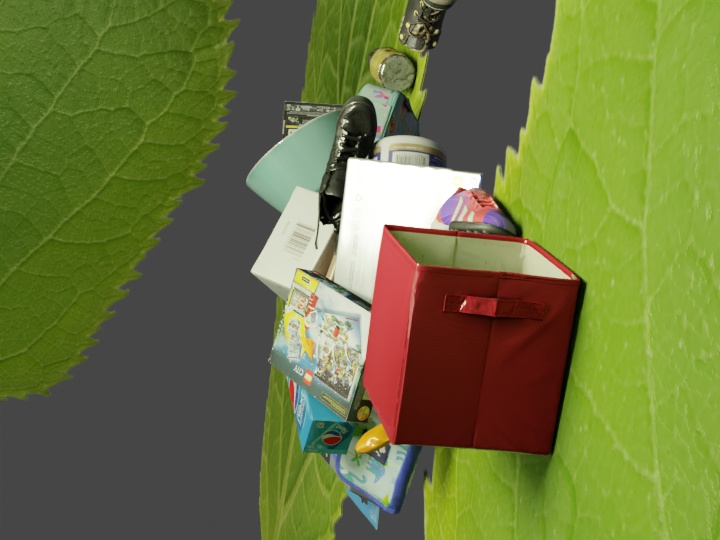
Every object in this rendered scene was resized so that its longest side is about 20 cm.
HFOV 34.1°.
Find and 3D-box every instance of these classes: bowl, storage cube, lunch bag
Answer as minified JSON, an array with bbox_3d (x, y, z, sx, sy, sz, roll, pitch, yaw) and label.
[{"bbox_3d":[-0.072,-0.153,1.867,0.106,0.199,0.201,54,159,8],"label":"bowl"},{"bbox_3d":[0.106,0.066,1.193,0.200,0.168,0.183,-126,42,-73],"label":"storage cube"},{"bbox_3d":[0.030,0.215,1.655,0.201,0.125,0.173,53,136,49],"label":"lunch bag"},{"bbox_3d":[0.027,-0.174,1.796,0.203,0.076,0.160,-70,-25,-14],"label":"lunch bag"}]

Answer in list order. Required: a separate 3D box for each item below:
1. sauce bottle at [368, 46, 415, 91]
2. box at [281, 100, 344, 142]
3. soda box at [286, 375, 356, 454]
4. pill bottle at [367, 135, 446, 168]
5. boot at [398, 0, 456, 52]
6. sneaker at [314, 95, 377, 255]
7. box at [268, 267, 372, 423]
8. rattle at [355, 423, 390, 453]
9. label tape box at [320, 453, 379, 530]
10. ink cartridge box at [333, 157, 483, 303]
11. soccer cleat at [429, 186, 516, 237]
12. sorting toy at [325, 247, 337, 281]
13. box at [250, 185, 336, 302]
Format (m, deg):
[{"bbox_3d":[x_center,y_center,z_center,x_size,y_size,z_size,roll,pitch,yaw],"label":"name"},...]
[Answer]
[{"bbox_3d":[0.046,-0.350,2.010,0.200,0.063,0.066,-120,38,-69],"label":"sauce bottle"},{"bbox_3d":[-0.039,-0.205,2.013,0.049,0.196,0.164,101,171,-67],"label":"box"},{"bbox_3d":[-0.060,0.160,1.636,0.201,0.067,0.065,-108,29,-49],"label":"soda box"},{"bbox_3d":[0.061,-0.076,1.643,0.116,0.113,0.204,134,142,-72],"label":"pill bottle"},{"bbox_3d":[0.103,-0.390,1.717,0.202,0.072,0.152,-91,14,-50],"label":"boot"},{"bbox_3d":[-0.022,-0.132,1.622,0.105,0.059,0.202,-86,13,-55],"label":"sneaker"},{"bbox_3d":[-0.039,0.094,1.528,0.199,0.037,0.139,30,106,51],"label":"box"},{"bbox_3d":[0.050,0.108,1.456,0.131,0.140,0.203,-103,6,-65],"label":"rattle"},{"bbox_3d":[-0.010,0.291,1.872,0.144,0.062,0.204,-146,63,-65],"label":"label tape box"},{"bbox_3d":[0.064,-0.039,1.543,0.043,0.197,0.200,1,-83,-65],"label":"ink cartridge box"},{"bbox_3d":[0.138,-0.066,1.392,0.074,0.067,0.200,-66,13,-3],"label":"soccer cleat"},{"bbox_3d":[0.000,0.000,1.735,0.200,0.036,0.188,41,-113,-60],"label":"sorting toy"},{"bbox_3d":[-0.050,-0.007,1.794,0.154,0.105,0.200,-61,-34,-12],"label":"box"}]
